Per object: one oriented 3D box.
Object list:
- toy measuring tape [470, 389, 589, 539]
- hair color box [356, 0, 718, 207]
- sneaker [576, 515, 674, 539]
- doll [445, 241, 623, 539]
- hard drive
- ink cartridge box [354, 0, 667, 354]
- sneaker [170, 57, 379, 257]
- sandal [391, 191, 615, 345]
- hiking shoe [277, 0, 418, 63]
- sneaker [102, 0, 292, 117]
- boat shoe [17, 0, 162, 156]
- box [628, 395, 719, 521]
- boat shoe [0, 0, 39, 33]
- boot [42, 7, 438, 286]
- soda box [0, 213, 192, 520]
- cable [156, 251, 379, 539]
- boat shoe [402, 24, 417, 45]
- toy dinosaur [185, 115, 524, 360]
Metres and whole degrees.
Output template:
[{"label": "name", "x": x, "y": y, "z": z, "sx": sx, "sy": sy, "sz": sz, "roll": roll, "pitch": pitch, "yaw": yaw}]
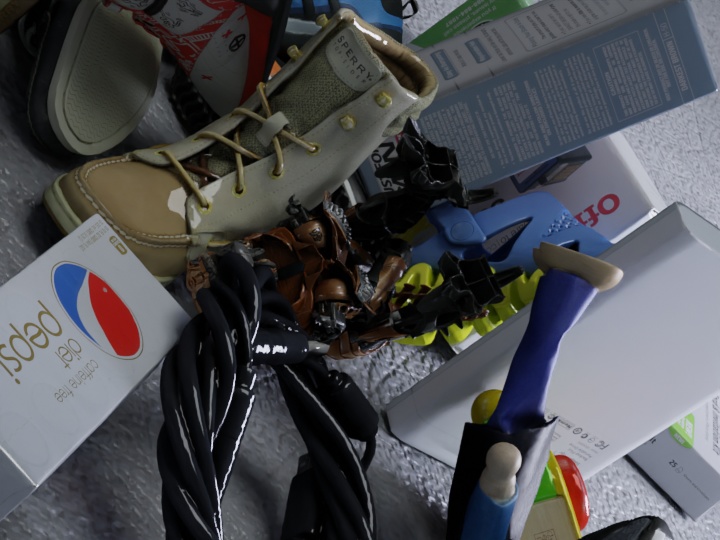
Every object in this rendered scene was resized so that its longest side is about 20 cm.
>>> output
[{"label": "toy measuring tape", "x": 0.092, "y": 0.158, "z": 1.244, "sx": 0.073, "sy": 0.073, "sz": 0.201, "roll": 10, "pitch": 59, "yaw": -59}, {"label": "hair color box", "x": 0.087, "y": -0.100, "z": 1.348, "sx": 0.099, "sy": 0.199, "sz": 0.061, "roll": -110, "pitch": 179, "yaw": -70}, {"label": "sneaker", "x": 0.102, "y": 0.209, "z": 1.102, "sx": 0.200, "sy": 0.075, "sz": 0.116, "roll": -44, "pitch": 106, "yaw": -39}, {"label": "doll", "x": 0.071, "y": 0.088, "z": 1.157, "sx": 0.048, "sy": 0.201, "sz": 0.136, "roll": 19, "pitch": -2, "yaw": 1}, {"label": "hard drive", "x": 0.130, "y": 0.050, "z": 1.289, "sx": 0.132, "sy": 0.200, "sz": 0.027, "roll": 30, "pitch": 35, "yaw": -40}, {"label": "ink cartridge box", "x": 0.087, "y": -0.052, "z": 1.448, "sx": 0.087, "sy": 0.145, "sz": 0.200, "roll": 39, "pitch": 20, "yaw": -57}, {"label": "sneaker", "x": -0.027, "y": -0.051, "z": 1.339, "sx": 0.090, "sy": 0.070, "sz": 0.200, "roll": 15, "pitch": 37, "yaw": -51}, {"label": "sandal", "x": 0.098, "y": -0.008, "z": 1.330, "sx": 0.080, "sy": 0.199, "sz": 0.087, "roll": 69, "pitch": 28, "yaw": -58}, {"label": "hiking shoe", "x": -0.058, "y": -0.162, "z": 1.416, "sx": 0.200, "sy": 0.074, "sz": 0.087, "roll": 29, "pitch": 60, "yaw": -31}, {"label": "sneaker", "x": -0.091, "y": -0.141, "z": 1.217, "sx": 0.108, "sy": 0.067, "sz": 0.201, "roll": 17, "pitch": -18, "yaw": 0}, {"label": "boat shoe", "x": -0.143, "y": -0.124, "z": 1.259, "sx": 0.200, "sy": 0.067, "sz": 0.072, "roll": -80, "pitch": 150, "yaw": -48}, {"label": "box", "x": 0.166, "y": 0.053, "z": 1.588, "sx": 0.200, "sy": 0.041, "sz": 0.156, "roll": 46, "pitch": 21, "yaw": -11}, {"label": "boat shoe", "x": -0.185, "y": -0.195, "z": 1.270, "sx": 0.063, "sy": 0.073, "sz": 0.200, "roll": 43, "pitch": 22, "yaw": -23}, {"label": "boot", "x": -0.054, "y": -0.061, "z": 1.182, "sx": 0.072, "sy": 0.155, "sz": 0.200, "roll": 55, "pitch": 22, "yaw": 14}, {"label": "soda box", "x": -0.136, "y": 0.045, "z": 0.966, "sx": 0.068, "sy": 0.064, "sz": 0.200, "roll": 48, "pitch": 21, "yaw": -3}, {"label": "cable", "x": -0.037, "y": 0.086, "z": 1.039, "sx": 0.200, "sy": 0.051, "sz": 0.164, "roll": -69, "pitch": 143, "yaw": -56}, {"label": "boat shoe", "x": 0.033, "y": -0.119, "z": 1.574, "sx": 0.200, "sy": 0.072, "sz": 0.071, "roll": 46, "pitch": -3, "yaw": -36}, {"label": "toy dinosaur", "x": 0.000, "y": 0.000, "z": 1.208, "sx": 0.102, "sy": 0.136, "sz": 0.200, "roll": 60, "pitch": 29, "yaw": 4}]
